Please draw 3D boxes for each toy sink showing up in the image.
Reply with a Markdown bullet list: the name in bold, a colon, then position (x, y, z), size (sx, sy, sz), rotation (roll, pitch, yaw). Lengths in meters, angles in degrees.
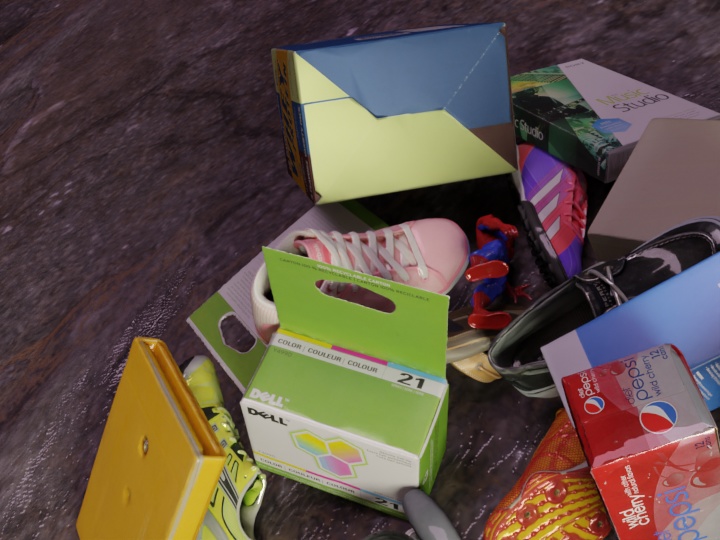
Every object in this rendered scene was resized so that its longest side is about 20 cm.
- **toy sink**: position (0.300, -0.028, 0.721), size (0.198, 0.112, 0.131), rotation (11, 58, 44)

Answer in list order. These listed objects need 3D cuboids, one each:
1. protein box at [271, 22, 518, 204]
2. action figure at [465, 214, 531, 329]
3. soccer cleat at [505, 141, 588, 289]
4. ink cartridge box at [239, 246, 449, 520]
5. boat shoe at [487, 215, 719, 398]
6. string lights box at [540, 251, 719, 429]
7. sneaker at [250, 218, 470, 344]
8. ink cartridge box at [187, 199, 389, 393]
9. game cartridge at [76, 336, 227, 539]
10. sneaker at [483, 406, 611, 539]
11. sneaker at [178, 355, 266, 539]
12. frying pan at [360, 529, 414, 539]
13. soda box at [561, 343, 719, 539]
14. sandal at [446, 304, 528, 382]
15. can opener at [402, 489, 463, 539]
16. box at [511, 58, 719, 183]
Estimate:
- **protein box**: position (0.025, -0.162, 0.923), size (0.195, 0.138, 0.200), rotation (-10, 15, -9)
- **action figure**: position (0.119, -0.007, 0.819), size (0.051, 0.067, 0.200), rotation (-8, 15, 10)
- **soccer cleat**: position (0.182, -0.059, 0.869), size (0.072, 0.069, 0.202), rotation (-18, 38, 9)
- **ink cartridge box**: position (-0.013, 0.088, 0.698), size (0.145, 0.202, 0.076), rotation (15, 53, 16)
- **boat shoe**: position (0.177, 0.030, 0.663), size (0.199, 0.070, 0.073), rotation (-40, 56, 24)
- **string lights box**: position (0.223, 0.038, 0.577), size (0.198, 0.102, 0.060), rotation (-32, 58, 19)
- **sneaker**: position (0.000, 0.000, 0.769), size (0.197, 0.105, 0.076), rotation (-21, 67, -4)
- **ink cartridge box**: position (-0.047, 0.034, 0.896), size (0.199, 0.076, 0.148), rotation (-41, 40, -9)
- **game cartridge**: position (-0.179, 0.186, 0.776), size (0.176, 0.032, 0.203), rotation (45, 120, 51)
- **sneaker**: position (0.162, 0.138, 0.686), size (0.199, 0.074, 0.077), rotation (-39, 18, -16)
- **sneaker**: position (-0.118, 0.167, 0.802), size (0.075, 0.076, 0.203), rotation (-13, 64, 5)
- **frying pan**: position (0.013, 0.271, 0.625), size (0.114, 0.031, 0.193), rotation (-24, 50, 41)
- **soda box**: position (0.179, 0.134, 0.557), size (0.069, 0.201, 0.064), rotation (-20, 41, 11)
- **sandal**: position (0.090, 0.067, 0.779), size (0.196, 0.055, 0.080), rotation (-9, 15, -13)
- **can opener**: position (0.086, 0.229, 0.631), size (0.052, 0.067, 0.199), rotation (-40, 45, -14)
- **box**: position (0.226, -0.152, 0.919), size (0.142, 0.037, 0.200), rotation (-18, 33, -24)
